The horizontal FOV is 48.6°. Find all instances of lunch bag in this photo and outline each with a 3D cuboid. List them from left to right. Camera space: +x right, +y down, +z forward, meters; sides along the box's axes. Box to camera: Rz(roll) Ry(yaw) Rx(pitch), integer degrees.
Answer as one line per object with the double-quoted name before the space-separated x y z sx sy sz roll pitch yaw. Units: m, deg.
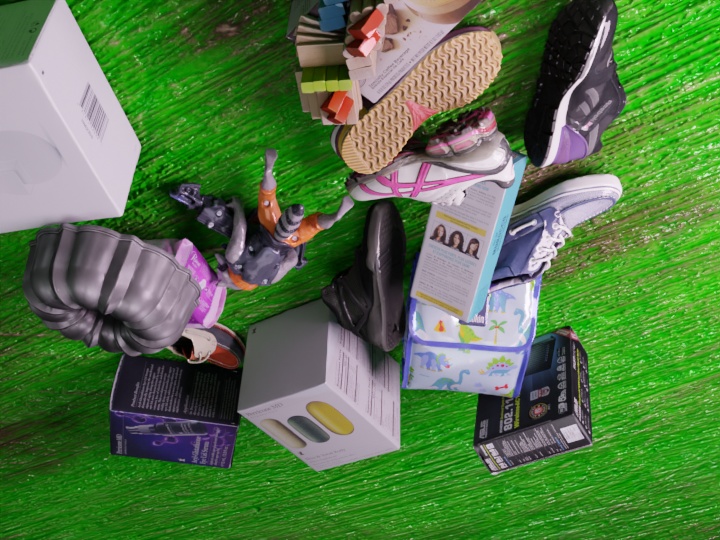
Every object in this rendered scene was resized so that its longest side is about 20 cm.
"lunch bag" 0.144 0.067 1.073 0.168 0.128 0.201 5 126 -1

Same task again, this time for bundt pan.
"bundt pan" -0.285 0.034 0.899 0.200 0.076 0.202 9 149 5

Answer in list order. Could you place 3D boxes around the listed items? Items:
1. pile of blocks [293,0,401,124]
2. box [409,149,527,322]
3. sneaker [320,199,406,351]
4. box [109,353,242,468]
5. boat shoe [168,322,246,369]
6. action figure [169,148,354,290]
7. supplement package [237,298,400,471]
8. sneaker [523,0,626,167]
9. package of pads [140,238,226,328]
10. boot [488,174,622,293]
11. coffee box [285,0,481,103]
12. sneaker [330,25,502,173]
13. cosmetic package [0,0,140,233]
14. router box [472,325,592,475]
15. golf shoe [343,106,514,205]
"pile of blocks" -0.015 -0.200 0.690 0.081 0.062 0.201 14 136 -11
"box" 0.121 -0.047 0.917 0.082 0.049 0.201 25 120 22
"sneaker" 0.000 0.000 1.024 0.114 0.076 0.201 17 125 30
"box" -0.291 0.226 1.271 0.198 0.105 0.149 8 139 -8
"boat shoe" -0.250 0.100 1.158 0.071 0.063 0.200 -31 131 29
"action figure" -0.131 -0.050 0.957 0.199 0.105 0.194 23 128 -22
"supplement package" -0.054 0.169 1.164 0.151 0.152 0.200 -21 134 24
"sneaker" 0.235 -0.196 0.819 0.087 0.076 0.201 -7 144 -13
"package of pads" -0.285 0.019 1.029 0.198 0.076 0.121 -1 145 24
"boot" 0.223 -0.039 0.957 0.199 0.091 0.073 -22 149 28
"coffee box" 0.036 -0.264 0.722 0.113 0.080 0.200 31 131 -28
"sneaker" 0.051 -0.187 0.826 0.199 0.090 0.075 -36 121 2
"cosmetic package" -0.367 -0.152 0.828 0.198 0.124 0.200 -8 138 8
"router box" 0.244 0.180 1.132 0.149 0.200 0.062 -26 113 26
"golf shoe" 0.068 -0.099 0.853 0.199 0.073 0.092 -13 118 39
